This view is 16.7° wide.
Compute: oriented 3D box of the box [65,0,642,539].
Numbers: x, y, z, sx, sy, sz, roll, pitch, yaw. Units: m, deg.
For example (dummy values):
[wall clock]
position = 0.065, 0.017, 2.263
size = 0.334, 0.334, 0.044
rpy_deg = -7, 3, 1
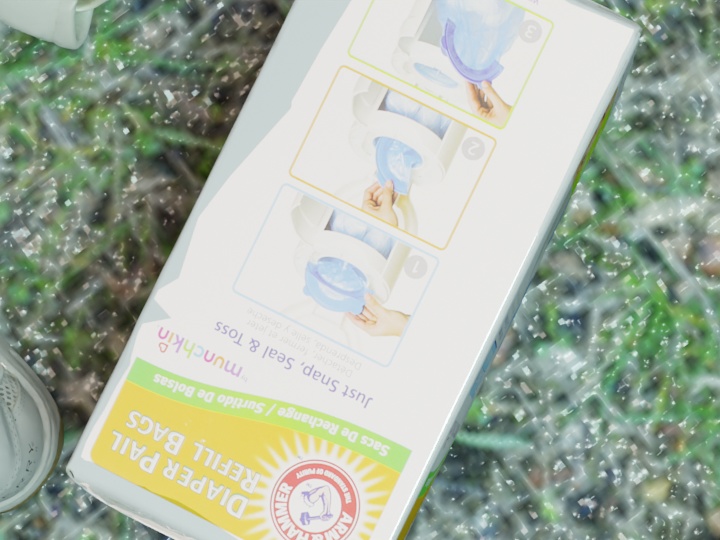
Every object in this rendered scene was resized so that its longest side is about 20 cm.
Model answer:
[box]
position = 0.000, 0.000, 0.785
size = 0.101, 0.113, 0.201
rpy_deg = 26, 86, 5

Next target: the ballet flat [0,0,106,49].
[ballet flat]
position = -0.062, -0.150, 0.805
size = 0.069, 0.069, 0.200
rpy_deg = 48, 120, 8

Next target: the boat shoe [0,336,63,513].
[boat shoe]
position = -0.182, 0.002, 0.818
size = 0.200, 0.069, 0.071
rpy_deg = 39, 89, 8
